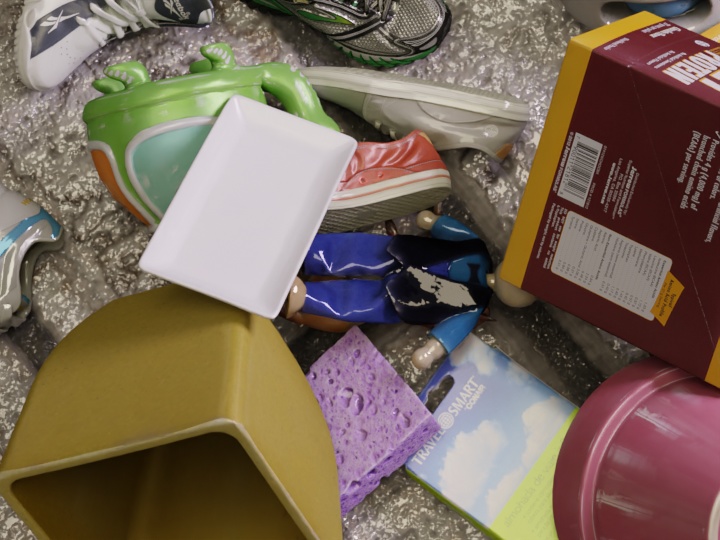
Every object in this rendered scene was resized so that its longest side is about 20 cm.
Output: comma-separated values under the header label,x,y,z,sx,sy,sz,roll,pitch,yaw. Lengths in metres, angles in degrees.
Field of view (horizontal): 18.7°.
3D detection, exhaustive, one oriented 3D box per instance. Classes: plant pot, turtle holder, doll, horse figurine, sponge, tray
label,x,y,z,sx,sy,sz,roll,pitch,yaw
plant pot,-0.127,0.116,1.616,0.194,0.195,0.201,-14,43,19
turtle holder,-0.125,-0.104,1.734,0.184,0.141,0.133,-12,90,-32
doll,0.042,0.011,1.676,0.198,0.049,0.138,0,61,-6
horse figurine,0.000,0.000,1.733,0.198,0.050,0.134,-9,73,-2
sponge,-0.044,0.147,1.687,0.200,0.030,0.112,-41,54,1
plant pot,0.261,0.170,1.572,0.198,0.179,0.202,-2,97,-20
tray,-0.081,-0.045,1.607,0.106,0.022,0.201,20,47,5

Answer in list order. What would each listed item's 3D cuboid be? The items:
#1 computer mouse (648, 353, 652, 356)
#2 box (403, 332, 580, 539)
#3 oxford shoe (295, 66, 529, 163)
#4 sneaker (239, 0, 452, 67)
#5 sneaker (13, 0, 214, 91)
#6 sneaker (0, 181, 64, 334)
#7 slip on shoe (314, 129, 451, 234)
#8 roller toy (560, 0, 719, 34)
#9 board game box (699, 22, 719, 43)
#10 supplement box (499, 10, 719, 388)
label,x,y,z,sx,sy,sz,roll,pitch,yaw
computer mouse,0.234,0.036,1.715,0.059,0.034,0.200,-41,77,-4
box,0.129,0.153,1.690,0.199,0.048,0.122,36,82,12
oxford shoe,0.036,-0.127,1.751,0.198,0.075,0.058,13,103,8
sneaker,-0.022,-0.225,1.765,0.198,0.085,0.079,19,80,8
sneaker,-0.184,-0.215,1.764,0.129,0.080,0.200,27,70,34
sneaker,-0.313,0.029,1.739,0.080,0.077,0.201,29,83,8
slip on shoe,-0.029,-0.066,1.696,0.198,0.074,0.062,-13,72,-13
roller toy,0.231,-0.277,1.716,0.182,0.140,0.200,-38,56,-14
board game box,0.293,-0.172,1.722,0.199,0.096,0.030,-27,71,-1
supplement box,0.239,-0.055,1.599,0.199,0.132,0.199,27,117,23
